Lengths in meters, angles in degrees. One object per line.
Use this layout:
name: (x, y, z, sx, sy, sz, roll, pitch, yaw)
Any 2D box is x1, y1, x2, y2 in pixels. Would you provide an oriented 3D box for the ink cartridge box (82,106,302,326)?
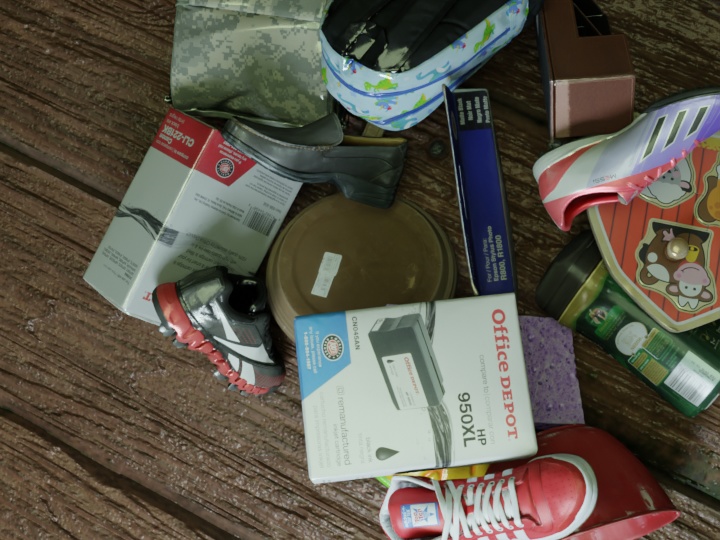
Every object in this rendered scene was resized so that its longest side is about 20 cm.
ink cartridge box: (-0.170, -0.042, 1.187, 0.084, 0.144, 0.201, 28, 91, 40)

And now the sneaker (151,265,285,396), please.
sneaker: (-0.119, 0.059, 1.161, 0.098, 0.200, 0.071, -32, 48, 10)

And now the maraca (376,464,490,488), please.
maraca: (0.048, 0.152, 1.157, 0.199, 0.107, 0.138, 28, 65, -1)

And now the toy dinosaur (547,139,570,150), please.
toy dinosaur: (0.278, -0.075, 1.152, 0.077, 0.102, 0.200, -41, 89, -7)

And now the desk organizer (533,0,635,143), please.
desk organizer: (0.213, -0.217, 1.121, 0.077, 0.072, 0.201, -4, 45, 6)

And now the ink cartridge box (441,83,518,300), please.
ink cartridge box: (0.120, -0.069, 1.118, 0.040, 0.200, 0.201, -8, 86, 9)

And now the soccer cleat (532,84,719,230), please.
soccer cleat: (0.254, -0.101, 1.040, 0.199, 0.068, 0.074, -23, 65, 22)

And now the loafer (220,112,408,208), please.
loafer: (-0.042, -0.124, 1.137, 0.073, 0.199, 0.073, 46, 117, 51)

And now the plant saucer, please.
plant saucer: (0.000, 0.000, 1.182, 0.199, 0.030, 0.201, -2, 63, 4)

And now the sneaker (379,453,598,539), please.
sneaker: (0.099, 0.199, 0.981, 0.200, 0.112, 0.072, -29, 61, 48)

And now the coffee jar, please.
coffee jar: (0.271, 0.047, 1.131, 0.200, 0.104, 0.086, 37, 127, 10)

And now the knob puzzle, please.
knob puzzle: (0.310, -0.042, 1.076, 0.218, 0.030, 0.221, 0, 80, -1)

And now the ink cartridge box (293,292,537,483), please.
ink cartridge box: (0.047, 0.105, 1.027, 0.199, 0.084, 0.145, -7, 79, -2)

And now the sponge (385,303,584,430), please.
sponge: (0.118, 0.095, 1.124, 0.199, 0.030, 0.112, 5, 66, -16)

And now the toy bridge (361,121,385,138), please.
toy bridge: (0.037, -0.173, 1.207, 0.027, 0.067, 0.201, 32, 92, 10)

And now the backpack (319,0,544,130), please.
backpack: (0.051, -0.229, 1.089, 0.163, 0.154, 0.200, 37, 54, 15)

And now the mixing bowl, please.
mixing bowl: (0.192, 0.214, 1.103, 0.199, 0.200, 0.109, -21, 68, 8)

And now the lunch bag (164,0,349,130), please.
lunch bag: (-0.096, -0.232, 1.197, 0.199, 0.139, 0.169, 11, 88, 11)
